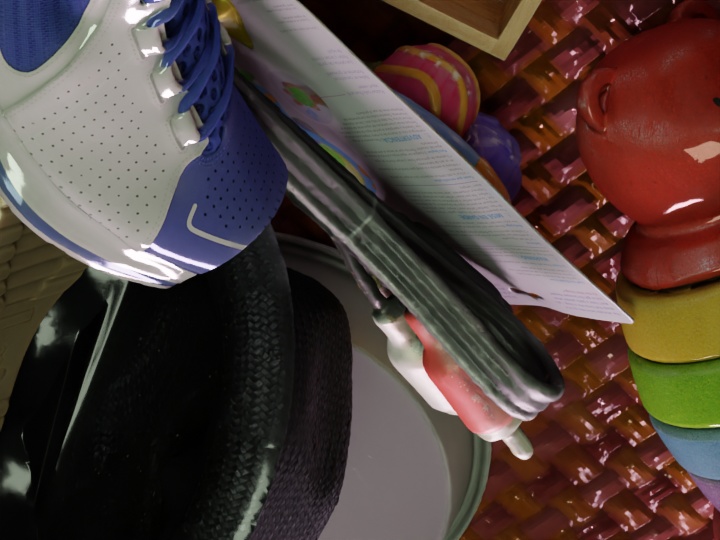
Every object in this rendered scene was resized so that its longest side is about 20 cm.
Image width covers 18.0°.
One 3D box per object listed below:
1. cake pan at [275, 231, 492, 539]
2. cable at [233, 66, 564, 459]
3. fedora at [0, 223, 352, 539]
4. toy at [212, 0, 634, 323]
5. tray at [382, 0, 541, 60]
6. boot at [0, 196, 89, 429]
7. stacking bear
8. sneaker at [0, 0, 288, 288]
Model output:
[{"bbox_3d":[-0.048,0.075,0.918,0.200,0.037,0.200,4,124,6],"label":"cake pan"},{"bbox_3d":[0.000,0.000,0.782,0.050,0.097,0.200,-47,125,7],"label":"cable"},{"bbox_3d":[-0.064,0.059,0.817,0.092,0.201,0.201,12,133,-43],"label":"fedora"},{"bbox_3d":[0.008,-0.059,0.796,0.200,0.115,0.047,38,76,-25],"label":"toy"},{"bbox_3d":[0.052,-0.174,0.740,0.099,0.037,0.200,25,124,-9],"label":"tray"},{"bbox_3d":[-0.165,-0.041,0.802,0.166,0.072,0.200,43,122,25],"label":"boot"},{"bbox_3d":[0.141,0.005,0.805,0.114,0.121,0.200,2,122,58],"label":"stacking bear"},{"bbox_3d":[-0.069,-0.083,0.644,0.115,0.081,0.199,-20,129,30],"label":"sneaker"}]
